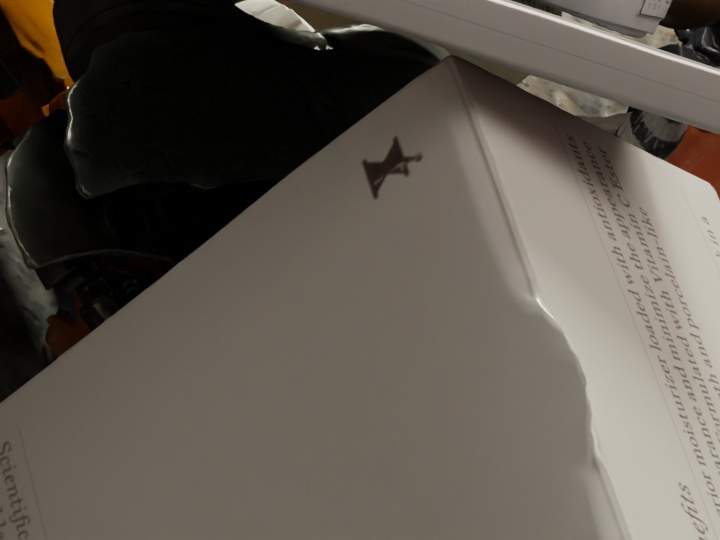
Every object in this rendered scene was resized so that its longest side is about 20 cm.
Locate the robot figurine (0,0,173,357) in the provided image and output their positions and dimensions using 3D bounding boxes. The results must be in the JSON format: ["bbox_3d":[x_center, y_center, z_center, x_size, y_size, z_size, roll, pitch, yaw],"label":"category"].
[{"bbox_3d":[-0.081,-0.037,0.912,0.145,0.058,0.201,-6,62,-58],"label":"robot figurine"}]

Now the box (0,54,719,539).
[{"bbox_3d":[0.018,0.090,0.767,0.130,0.200,0.200,22,41,-47],"label":"box"}]

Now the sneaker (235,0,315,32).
[{"bbox_3d":[0.000,0.000,0.995,0.201,0.076,0.080,64,18,12],"label":"sneaker"}]

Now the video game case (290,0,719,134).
[{"bbox_3d":[0.005,-0.077,0.797,0.142,0.018,0.200,15,6,-24],"label":"video game case"}]

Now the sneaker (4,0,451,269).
[{"bbox_3d":[-0.027,-0.032,0.864,0.199,0.060,0.105,16,41,-43],"label":"sneaker"}]

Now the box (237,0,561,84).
[{"bbox_3d":[-0.017,-0.148,1.114,0.200,0.078,0.095,40,30,-23],"label":"box"}]

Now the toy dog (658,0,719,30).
[{"bbox_3d":[0.106,-0.171,1.047,0.193,0.140,0.200,8,22,-26],"label":"toy dog"}]

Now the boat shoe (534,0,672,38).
[{"bbox_3d":[0.004,-0.126,0.836,0.199,0.067,0.074,19,5,13],"label":"boat shoe"}]

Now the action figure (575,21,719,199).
[{"bbox_3d":[0.100,-0.045,1.065,0.104,0.193,0.201,25,67,-26],"label":"action figure"}]
